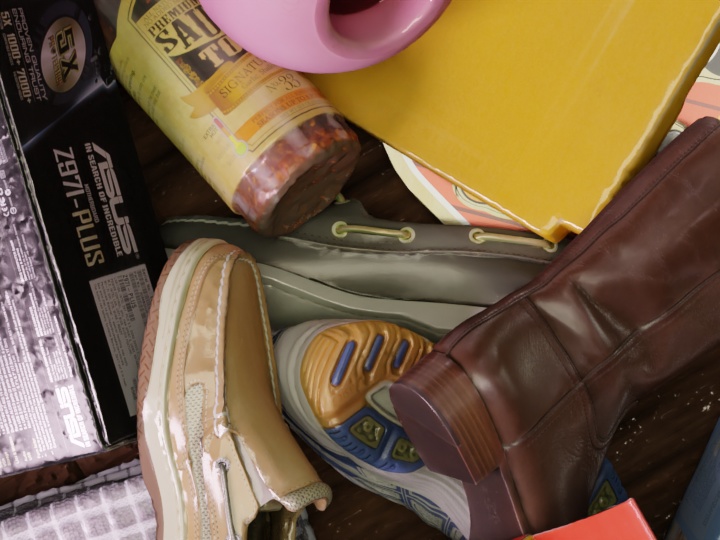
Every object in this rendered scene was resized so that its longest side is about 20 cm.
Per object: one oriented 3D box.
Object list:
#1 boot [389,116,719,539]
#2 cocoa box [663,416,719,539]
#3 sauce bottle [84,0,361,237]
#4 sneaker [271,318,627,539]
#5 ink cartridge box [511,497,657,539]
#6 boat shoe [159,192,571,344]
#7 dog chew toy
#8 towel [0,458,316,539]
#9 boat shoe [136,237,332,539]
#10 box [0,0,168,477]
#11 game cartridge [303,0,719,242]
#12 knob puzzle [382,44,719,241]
[{"bbox_3d":[0.126,0.055,1.022,0.200,0.064,0.187,-39,123,-21],"label":"boot"},{"bbox_3d":[0.185,0.174,1.034,0.131,0.133,0.200,24,94,0],"label":"cocoa box"},{"bbox_3d":[-0.084,-0.103,1.048,0.066,0.066,0.200,-45,74,3],"label":"sauce bottle"},{"bbox_3d":[0.039,0.080,1.066,0.200,0.088,0.075,41,74,-26],"label":"sneaker"},{"bbox_3d":[0.061,0.170,0.960,0.050,0.200,0.109,-29,88,-37],"label":"ink cartridge box"},{"bbox_3d":[0.000,0.001,1.069,0.201,0.072,0.060,10,67,11],"label":"boat shoe"},{"bbox_3d":[-0.037,-0.174,1.019,0.124,0.125,0.200,-40,52,3],"label":"dog chew toy"},{"bbox_3d":[-0.107,0.175,1.070,0.199,0.086,0.166,-19,91,3],"label":"towel"},{"bbox_3d":[-0.045,0.087,0.989,0.076,0.072,0.201,1,93,29],"label":"boat shoe"},{"bbox_3d":[-0.177,-0.009,1.035,0.163,0.086,0.201,-16,92,28],"label":"box"},{"bbox_3d":[0.077,-0.132,1.049,0.176,0.032,0.200,32,93,18],"label":"game cartridge"},{"bbox_3d":[0.089,-0.092,1.078,0.219,0.030,0.220,0,93,3],"label":"knob puzzle"}]
